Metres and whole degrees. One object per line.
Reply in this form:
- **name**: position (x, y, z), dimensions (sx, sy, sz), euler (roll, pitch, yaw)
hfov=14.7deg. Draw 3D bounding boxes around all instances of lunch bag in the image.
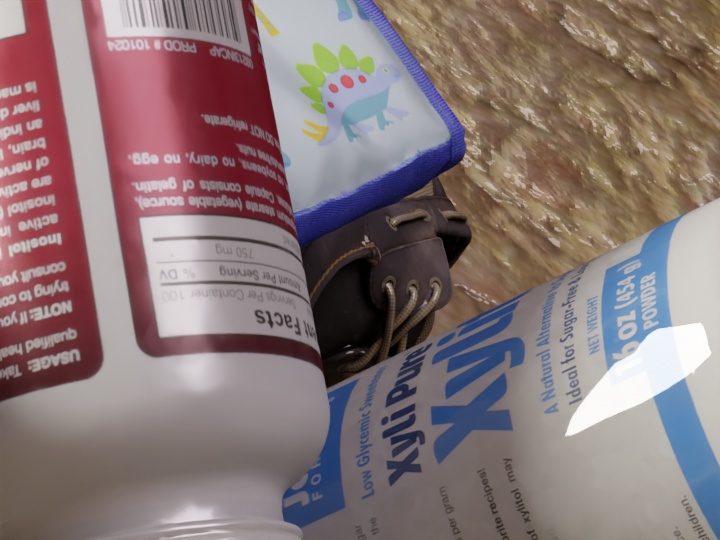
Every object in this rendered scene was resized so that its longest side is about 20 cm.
- **lunch bag**: position (-0.090, -0.056, 0.933), dimensions (0.200, 0.128, 0.170), euler (30, 40, 31)

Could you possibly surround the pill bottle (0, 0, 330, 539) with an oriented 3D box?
- **pill bottle**: position (-0.071, 0.006, 0.764), dimensions (0.113, 0.113, 0.201), euler (4, 69, -44)

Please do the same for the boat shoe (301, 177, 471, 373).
- **boat shoe**: position (0.000, 0.000, 1.053), dimensions (0.073, 0.075, 0.200), euler (35, 28, 2)

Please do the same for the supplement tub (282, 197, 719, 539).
- **supplement tub**: position (0.060, 0.073, 0.825), dimensions (0.132, 0.200, 0.132), euler (43, 32, -36)
